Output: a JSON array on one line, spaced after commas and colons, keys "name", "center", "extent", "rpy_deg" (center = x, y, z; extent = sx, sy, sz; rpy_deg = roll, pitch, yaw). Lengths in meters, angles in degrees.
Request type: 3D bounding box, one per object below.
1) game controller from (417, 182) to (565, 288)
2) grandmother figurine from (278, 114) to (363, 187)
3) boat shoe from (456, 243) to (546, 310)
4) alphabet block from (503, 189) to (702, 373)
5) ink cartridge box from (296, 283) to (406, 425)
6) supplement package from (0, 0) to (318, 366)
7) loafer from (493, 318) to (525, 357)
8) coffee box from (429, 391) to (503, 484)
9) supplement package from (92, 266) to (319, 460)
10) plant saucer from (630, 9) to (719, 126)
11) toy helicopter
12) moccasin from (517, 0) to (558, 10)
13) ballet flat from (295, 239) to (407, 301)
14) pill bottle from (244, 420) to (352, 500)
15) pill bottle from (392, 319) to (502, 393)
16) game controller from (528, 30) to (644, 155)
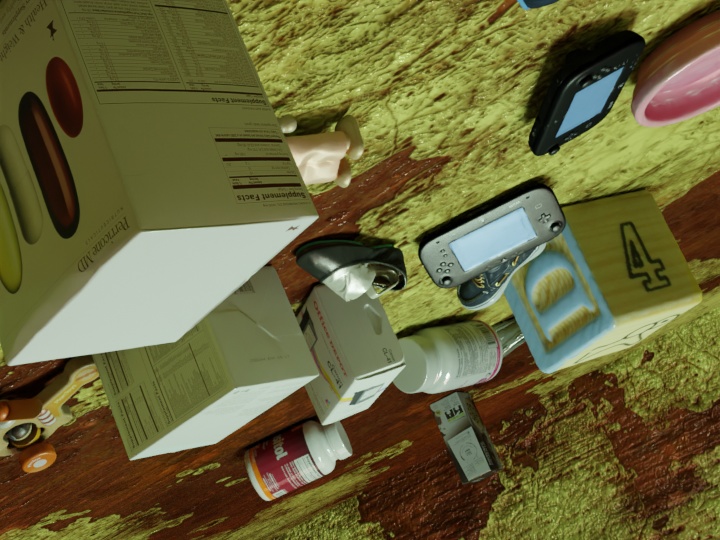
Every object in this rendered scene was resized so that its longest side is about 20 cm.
[{"name": "game controller", "center": [0.175, -0.046, 1.638], "extent": [0.199, 0.042, 0.104], "rpy_deg": [-27, 143, 8]}, {"name": "grandmother figurine", "center": [-0.097, -0.096, 1.122], "extent": [0.199, 0.061, 0.122], "rpy_deg": [-8, 130, -36]}, {"name": "boat shoe", "center": [0.178, -0.006, 1.772], "extent": [0.090, 0.071, 0.200], "rpy_deg": [-9, 151, -38]}, {"name": "alphabet block", "center": [0.356, 0.017, 1.855], "extent": [0.199, 0.198, 0.195], "rpy_deg": [-12, 162, -35]}, {"name": "ink cartridge box", "center": [-0.025, 0.110, 1.700], "extent": [0.085, 0.149, 0.200], "rpy_deg": [-18, 162, -21]}, {"name": "supplement package", "center": [-0.168, -0.072, 0.828], "extent": [0.146, 0.201, 0.191], "rpy_deg": [-7, 156, -46]}, {"name": "loafer", "center": [0.328, 0.114, 2.347], "extent": [0.199, 0.070, 0.070], "rpy_deg": [-27, 164, 9]}, {"name": "coffee box", "center": [0.250, 0.394, 2.889], "extent": [0.079, 0.201, 0.113], "rpy_deg": [-28, 163, 17]}, {"name": "supplement package", "center": [-0.188, 0.108, 1.459], "extent": [0.199, 0.152, 0.151], "rpy_deg": [-35, 161, 33]}, {"name": "plant saucer", "center": [0.389, -0.234, 1.371], "extent": [0.199, 0.051, 0.201], "rpy_deg": [-22, 163, -7]}, {"name": "toy helicopter", "center": [-0.401, 0.165, 1.524], "extent": [0.200, 0.079, 0.132], "rpy_deg": [-41, 150, 18]}, {"name": "moccasin", "center": [0.135, -0.252, 0.927], "extent": [0.068, 0.081, 0.200], "rpy_deg": [-13, -179, 18]}, {"name": "ballet flat", "center": [0.000, 0.000, 1.530], "extent": [0.068, 0.069, 0.199], "rpy_deg": [-33, 161, 32]}, {"name": "pill bottle", "center": [-0.123, 0.371, 2.451], "extent": [0.199, 0.114, 0.113], "rpy_deg": [-26, 164, 6]}, {"name": "pill bottle", "center": [0.147, 0.152, 2.137], "extent": [0.199, 0.114, 0.113], "rpy_deg": [-6, 157, -45]}, {"name": "game controller", "center": [0.238, -0.185, 1.302], "extent": [0.103, 0.042, 0.200], "rpy_deg": [-21, 164, -9]}]
